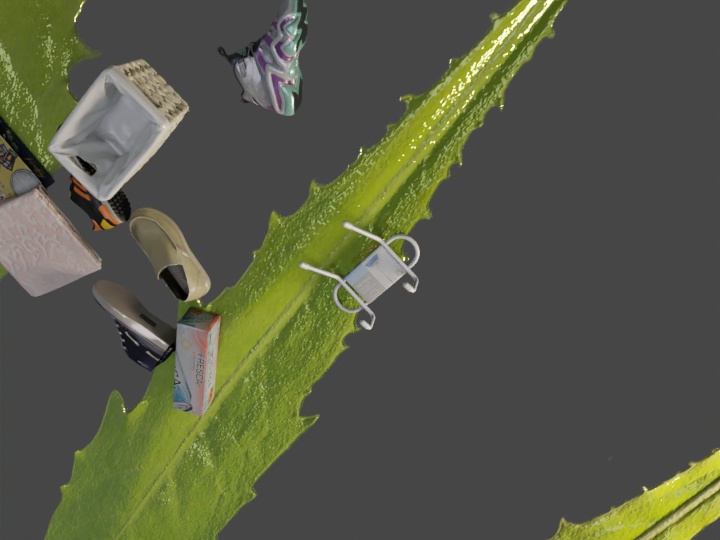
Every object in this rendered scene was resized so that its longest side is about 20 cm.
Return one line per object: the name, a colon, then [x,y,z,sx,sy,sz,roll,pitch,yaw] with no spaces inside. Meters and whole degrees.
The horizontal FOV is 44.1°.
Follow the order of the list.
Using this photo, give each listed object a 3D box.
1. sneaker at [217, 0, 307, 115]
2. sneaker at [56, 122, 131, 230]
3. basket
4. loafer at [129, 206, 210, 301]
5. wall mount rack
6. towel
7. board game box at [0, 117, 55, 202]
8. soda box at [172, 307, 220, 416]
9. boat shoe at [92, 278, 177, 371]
sneaker: [-0.158,-0.349,1.393,0.137,0.078,0.204,12,118,8]
sneaker: [-0.497,-0.160,1.584,0.089,0.070,0.202,-22,110,21]
basket: [-0.401,-0.240,1.488,0.136,0.124,0.199,44,118,-9]
loafer: [-0.350,-0.026,1.612,0.075,0.069,0.201,-32,104,26]
wall mount rack: [0.000,0.000,1.528,0.174,0.075,0.199,44,118,-9]
towel: [-0.612,-0.052,1.670,0.188,0.033,0.201,-20,123,22]
board game box: [-0.675,-0.202,1.632,0.134,0.035,0.201,-31,105,26]
soda box: [-0.316,0.177,1.710,0.067,0.064,0.204,13,118,8]
boat shoe: [-0.446,0.111,1.704,0.199,0.075,0.093,40,117,-4]
